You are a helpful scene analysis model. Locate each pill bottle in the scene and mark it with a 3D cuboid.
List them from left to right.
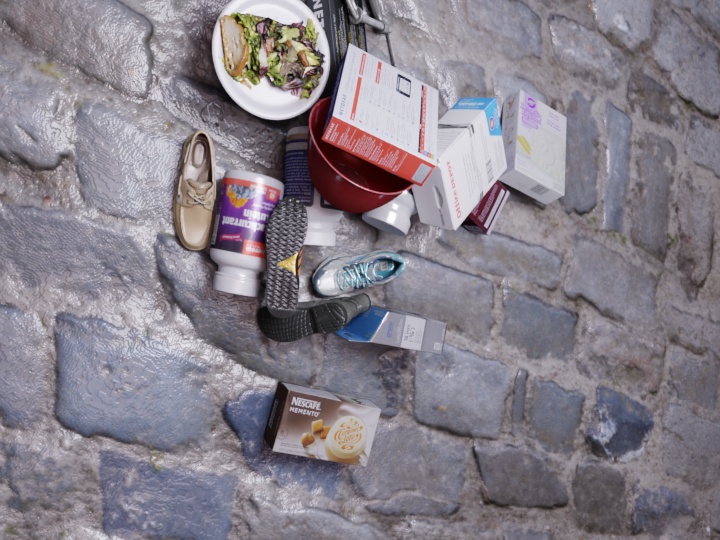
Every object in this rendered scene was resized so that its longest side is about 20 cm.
[{"bbox_3d":[-0.202,-0.063,0.961,0.108,0.111,0.207,10,89,-22],"label":"pill bottle"},{"bbox_3d":[-0.086,-0.149,1.004,0.112,0.115,0.207,4,92,-22],"label":"pill bottle"},{"bbox_3d":[0.078,-0.178,1.038,0.114,0.116,0.205,23,85,-22],"label":"pill bottle"}]

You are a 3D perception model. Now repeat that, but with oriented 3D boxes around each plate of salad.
[{"bbox_3d":[-0.139,-0.351,0.887,0.194,0.048,0.207,-2,95,-20],"label":"plate of salad"}]

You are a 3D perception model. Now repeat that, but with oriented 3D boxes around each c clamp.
[{"bbox_3d":[0.014,-0.485,1.017,0.199,0.026,0.176,-15,91,-62],"label":"c clamp"}]

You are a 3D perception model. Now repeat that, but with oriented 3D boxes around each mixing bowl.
[{"bbox_3d":[-0.010,-0.171,0.897,0.195,0.109,0.205,15,51,-20],"label":"mixing bowl"}]

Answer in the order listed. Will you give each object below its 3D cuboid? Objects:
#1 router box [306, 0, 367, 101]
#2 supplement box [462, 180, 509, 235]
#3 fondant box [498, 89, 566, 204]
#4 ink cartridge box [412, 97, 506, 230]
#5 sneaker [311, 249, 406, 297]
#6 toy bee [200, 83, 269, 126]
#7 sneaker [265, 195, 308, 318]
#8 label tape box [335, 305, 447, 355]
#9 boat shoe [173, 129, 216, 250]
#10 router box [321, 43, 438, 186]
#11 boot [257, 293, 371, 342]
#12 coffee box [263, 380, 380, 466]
[{"bbox_3d":[-0.036,-0.408,0.998,0.148,0.050,0.207,-16,101,-64],"label":"router box"},{"bbox_3d":[0.215,-0.173,1.140,0.198,0.060,0.111,36,79,-32],"label":"supplement box"},{"bbox_3d":[0.375,-0.267,1.190,0.141,0.058,0.206,20,65,-23],"label":"fondant box"},{"bbox_3d":[0.176,-0.195,0.993,0.200,0.083,0.148,-46,133,-29],"label":"ink cartridge box"},{"bbox_3d":[0.000,0.000,1.064,0.195,0.086,0.080,-18,99,-21],"label":"sneaker"},{"bbox_3d":[-0.182,-0.331,0.956,0.195,0.132,0.111,-2,50,-29],"label":"toy bee"},{"bbox_3d":[-0.133,-0.022,0.944,0.068,0.090,0.207,6,86,-12],"label":"sneaker"},{"bbox_3d":[0.047,0.106,1.058,0.195,0.144,0.065,12,89,-23],"label":"label tape box"},{"bbox_3d":[-0.285,-0.138,0.948,0.069,0.064,0.207,0,93,-22],"label":"boat shoe"},{"bbox_3d":[0.039,-0.253,0.878,0.175,0.049,0.204,22,49,-15],"label":"router box"},{"bbox_3d":[-0.085,0.084,1.031,0.130,0.194,0.070,-19,103,-65],"label":"boot"},{"bbox_3d":[-0.073,0.294,1.053,0.195,0.079,0.118,18,86,-23],"label":"coffee box"}]
